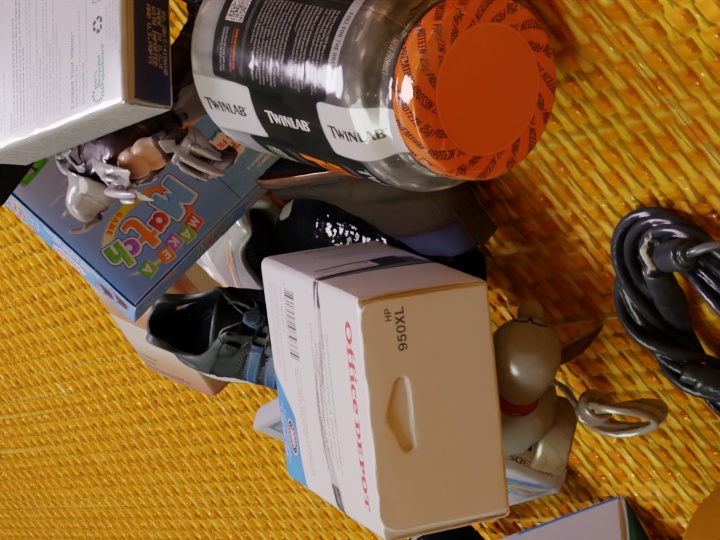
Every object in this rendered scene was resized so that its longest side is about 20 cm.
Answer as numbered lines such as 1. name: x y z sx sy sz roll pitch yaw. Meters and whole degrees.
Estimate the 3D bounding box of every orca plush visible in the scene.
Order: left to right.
1. orca plush: 0.000 0.000 1.764 0.200 0.071 0.105 28 154 39

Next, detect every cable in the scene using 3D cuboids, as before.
1. cable: 0.211 0.053 1.487 0.200 0.051 0.163 51 159 -18

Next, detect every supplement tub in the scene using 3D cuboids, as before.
1. supplement tub: 0.007 -0.111 1.460 0.200 0.123 0.123 18 147 53

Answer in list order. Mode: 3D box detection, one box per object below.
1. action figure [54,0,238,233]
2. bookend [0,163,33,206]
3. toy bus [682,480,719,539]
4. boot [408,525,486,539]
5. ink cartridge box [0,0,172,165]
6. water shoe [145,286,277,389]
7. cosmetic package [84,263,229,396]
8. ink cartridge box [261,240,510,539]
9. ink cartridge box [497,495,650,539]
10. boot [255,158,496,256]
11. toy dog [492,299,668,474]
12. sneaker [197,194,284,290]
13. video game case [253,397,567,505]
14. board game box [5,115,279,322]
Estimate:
1. action figure: -0.108 -0.099 1.586 0.130 0.200 0.069 28 166 47
2. bookend: -0.262 -0.169 1.707 0.198 0.200 0.092 35 175 5
3. toy bus: 0.284 0.229 1.595 0.191 0.136 0.200 15 144 31
4. boot: 0.094 0.289 1.980 0.200 0.168 0.076 41 123 -10
5. ink cartridge box: -0.186 -0.168 1.584 0.043 0.197 0.200 8 164 -41
6. water shoe: -0.063 0.047 1.805 0.199 0.072 0.079 -4 164 43
7. cosmetic package: -0.154 -0.012 2.020 0.103 0.087 0.200 19 148 52
8. ink cartridge box: 0.013 0.068 1.623 0.200 0.084 0.145 -157 59 -71
9. ink cartridge box: 0.157 0.270 1.861 0.200 0.146 0.086 58 -161 -31
10. boot: 0.006 -0.044 1.662 0.097 0.075 0.200 53 157 -12
11. toy dog: 0.100 0.057 1.658 0.131 0.097 0.200 16 158 -19
12. sneaker: -0.049 0.023 1.897 0.200 0.076 0.092 53 161 -23
13. video game case: 0.031 0.127 1.924 0.182 0.022 0.200 24 163 -12
14. board game box: -0.173 -0.085 1.820 0.200 0.151 0.037 42 161 10
